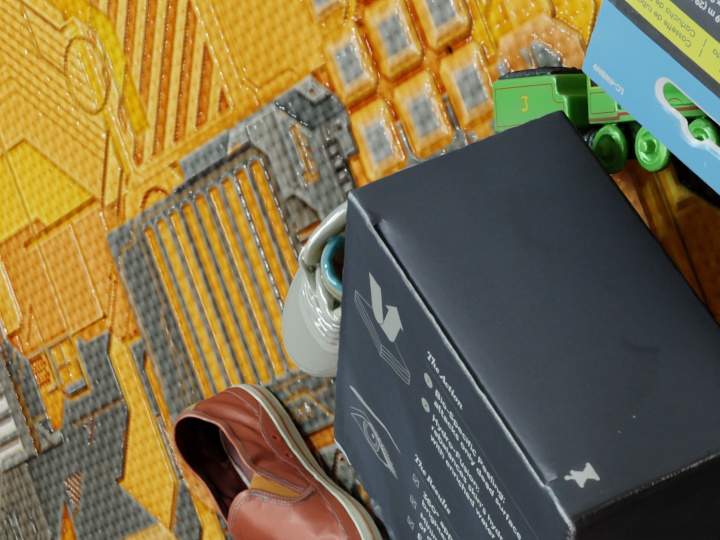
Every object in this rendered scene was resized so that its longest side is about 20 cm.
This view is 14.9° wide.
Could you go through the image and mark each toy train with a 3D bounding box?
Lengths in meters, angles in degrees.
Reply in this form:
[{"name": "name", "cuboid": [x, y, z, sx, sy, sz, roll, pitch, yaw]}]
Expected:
[{"name": "toy train", "cuboid": [0.130, -0.072, 1.252, 0.200, 0.042, 0.057, -2, 92, 53]}]

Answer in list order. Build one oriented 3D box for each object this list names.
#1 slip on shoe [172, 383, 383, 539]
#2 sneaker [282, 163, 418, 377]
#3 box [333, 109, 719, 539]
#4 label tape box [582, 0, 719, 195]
[{"name": "slip on shoe", "cuboid": [-0.043, 0.141, 1.536, 0.200, 0.061, 0.074, 51, 139, 37]}, {"name": "sneaker", "cuboid": [0.000, 0.000, 1.419, 0.077, 0.081, 0.200, 61, 144, 13]}, {"name": "box", "cuboid": [0.083, 0.073, 1.251, 0.197, 0.117, 0.200, 57, 159, 31]}, {"name": "label tape box", "cuboid": [0.183, -0.128, 1.128, 0.143, 0.066, 0.200, 46, 136, 32]}]
